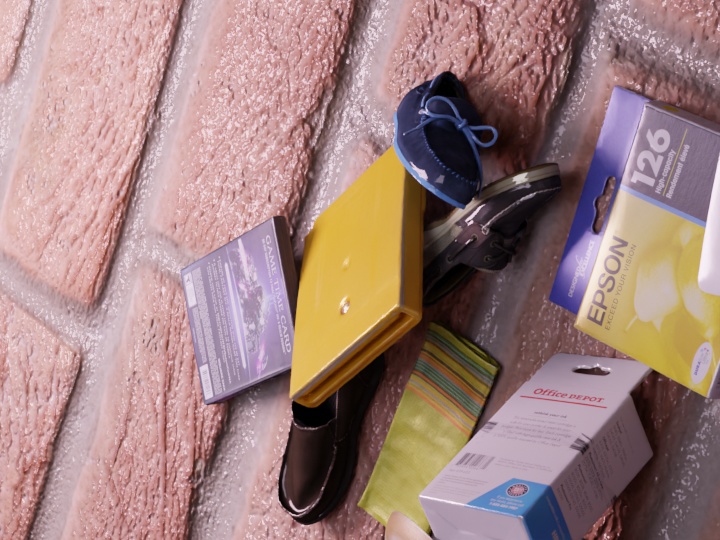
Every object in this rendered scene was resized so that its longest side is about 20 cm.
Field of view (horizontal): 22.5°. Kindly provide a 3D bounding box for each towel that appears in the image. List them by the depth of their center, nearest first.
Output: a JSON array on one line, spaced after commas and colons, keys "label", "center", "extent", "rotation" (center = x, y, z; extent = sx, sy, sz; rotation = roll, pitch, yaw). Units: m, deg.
[{"label": "towel", "center": [0.060, 0.151, 1.650], "extent": [0.086, 0.018, 0.201], "rotation": [36, 114, 37]}]

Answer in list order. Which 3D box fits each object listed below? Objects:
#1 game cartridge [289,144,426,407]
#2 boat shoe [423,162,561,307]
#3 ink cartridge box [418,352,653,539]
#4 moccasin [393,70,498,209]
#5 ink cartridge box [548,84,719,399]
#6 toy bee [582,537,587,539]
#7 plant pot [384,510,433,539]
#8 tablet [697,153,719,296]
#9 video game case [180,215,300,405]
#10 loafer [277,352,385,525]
[{"label": "game cartridge", "center": [0.000, 0.000, 1.629], "extent": [0.176, 0.032, 0.201], "rotation": [-41, 32, 42]}, {"label": "boat shoe", "center": [0.108, -0.028, 1.575], "extent": [0.200, 0.071, 0.066], "rotation": [-33, 74, 43]}, {"label": "ink cartridge box", "center": [0.156, 0.155, 1.480], "extent": [0.115, 0.200, 0.067], "rotation": [4, 127, 47]}, {"label": "moccasin", "center": [0.068, -0.122, 1.553], "extent": [0.068, 0.080, 0.200], "rotation": [-49, 26, 17]}, {"label": "ink cartridge box", "center": [0.244, -0.028, 1.464], "extent": [0.199, 0.047, 0.199], "rotation": [27, 109, 37]}, {"label": "toy bee", "center": [0.166, 0.235, 1.489], "extent": [0.199, 0.109, 0.132], "rotation": [-1, 66, 34]}, {"label": "plant pot", "center": [0.081, 0.289, 1.531], "extent": [0.027, 0.200, 0.200], "rotation": [-37, 56, -12]}, {"label": "tablet", "center": [0.343, -0.029, 1.337], "extent": [0.199, 0.014, 0.131], "rotation": [15, 98, 42]}, {"label": "video game case", "center": [-0.115, 0.043, 1.778], "extent": [0.200, 0.019, 0.144], "rotation": [-25, 72, 54]}, {"label": "loafer", "center": [-0.043, 0.147, 1.708], "extent": [0.073, 0.071, 0.201], "rotation": [29, 109, 39]}]
